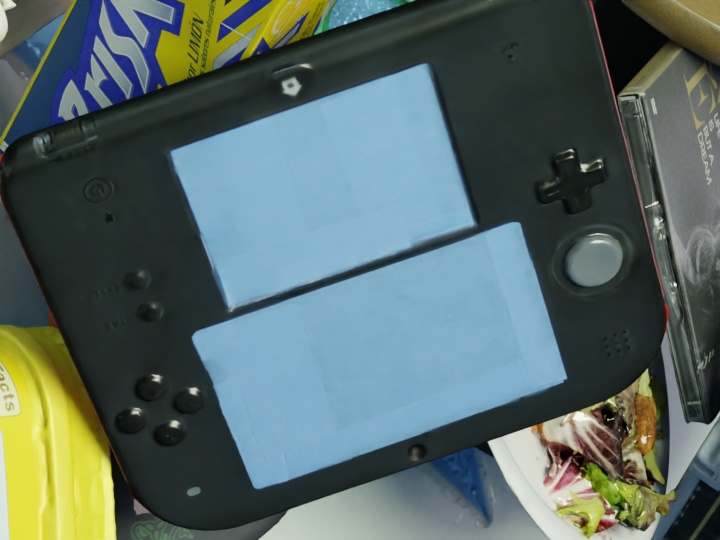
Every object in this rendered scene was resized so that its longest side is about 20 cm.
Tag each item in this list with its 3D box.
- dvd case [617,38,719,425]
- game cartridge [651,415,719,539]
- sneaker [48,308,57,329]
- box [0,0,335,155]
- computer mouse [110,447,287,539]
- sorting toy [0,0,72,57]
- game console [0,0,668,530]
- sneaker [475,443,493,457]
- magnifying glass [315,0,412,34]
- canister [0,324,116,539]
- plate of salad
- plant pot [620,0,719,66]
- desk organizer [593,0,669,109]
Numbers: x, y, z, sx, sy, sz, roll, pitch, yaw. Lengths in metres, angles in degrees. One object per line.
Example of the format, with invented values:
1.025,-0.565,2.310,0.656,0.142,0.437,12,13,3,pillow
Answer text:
0.165,-0.041,1.081,0.200,0.016,0.150,-45,125,-57,dvd case
0.179,0.057,1.054,0.134,0.040,0.200,-59,172,-16,game cartridge
-0.080,-0.044,0.944,0.073,0.077,0.201,26,51,-5,sneaker
-0.049,-0.095,0.812,0.064,0.200,0.070,41,44,6,box
-0.056,0.058,0.964,0.200,0.053,0.139,-46,120,-36,computer mouse
-0.140,-0.180,0.863,0.180,0.107,0.200,53,48,-6,sorting toy
-0.003,-0.001,0.819,0.199,0.031,0.177,-19,131,0,game console
0.064,0.023,1.062,0.200,0.075,0.077,50,41,-48,sneaker
-0.019,-0.135,1.001,0.022,0.079,0.201,-44,108,-42,magnifying glass
-0.186,0.097,0.811,0.199,0.086,0.150,-3,91,-44,canister
0.091,0.021,0.993,0.200,0.048,0.201,38,44,-48,plate of salad
0.173,-0.132,1.076,0.199,0.200,0.028,-13,138,-44,plant pot
0.164,-0.113,1.178,0.200,0.071,0.077,-54,126,-31,desk organizer
